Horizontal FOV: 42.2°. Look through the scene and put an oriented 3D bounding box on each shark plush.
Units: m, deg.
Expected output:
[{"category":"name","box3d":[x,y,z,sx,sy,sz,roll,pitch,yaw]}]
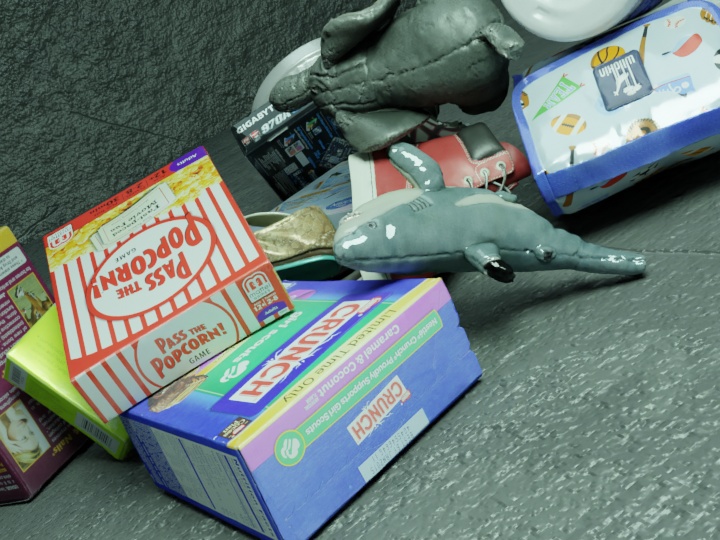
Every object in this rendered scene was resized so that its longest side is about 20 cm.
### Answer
[{"category":"shark plush","box3d":[0.081,-0.007,0.610,0.084,0.197,0.092,-80,10,-66]}]

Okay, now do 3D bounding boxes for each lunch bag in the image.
[{"category":"lunch bag","box3d":[0.208,-0.125,0.723,0.168,0.125,0.200,-22,18,18]}]

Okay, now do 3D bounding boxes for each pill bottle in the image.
[{"category":"pill bottle","box3d":[0.195,-0.256,0.747,0.118,0.121,0.199,-15,10,36]}]

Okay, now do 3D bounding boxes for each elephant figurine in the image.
[{"category":"elephant figurine","box3d":[0.018,-0.161,0.770,0.197,0.143,0.156,-20,-23,0]}]

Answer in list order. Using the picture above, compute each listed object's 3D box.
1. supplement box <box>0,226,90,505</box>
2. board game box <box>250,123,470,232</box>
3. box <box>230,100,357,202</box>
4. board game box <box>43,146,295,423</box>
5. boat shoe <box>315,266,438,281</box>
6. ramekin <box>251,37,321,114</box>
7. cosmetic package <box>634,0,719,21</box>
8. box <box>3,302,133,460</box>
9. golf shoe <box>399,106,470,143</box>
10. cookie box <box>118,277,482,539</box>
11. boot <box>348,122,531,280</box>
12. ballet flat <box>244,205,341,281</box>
[{"category":"supplement box","box3d":[-0.326,0.085,0.821,0.102,0.202,0.131,-16,20,35]},{"category":"board game box","box3d":[-0.006,-0.073,0.954,0.198,0.042,0.199,-10,22,46]},{"category":"box","box3d":[-0.041,-0.145,1.084,0.158,0.046,0.200,-34,-28,4]},{"category":"board game box","box3d":[-0.148,0.000,0.688,0.150,0.047,0.200,-31,37,-5]},{"category":"boat shoe","box3d":[0.000,0.000,0.804,0.198,0.058,0.067,-28,17,1]},{"category":"ramekin","box3d":[-0.030,-0.189,1.188,0.198,0.106,0.201,-24,-29,-14]},{"category":"cosmetic package","box3d":[0.322,-0.218,0.895,0.198,0.082,0.113,-30,16,-2]},{"category":"box","box3d":[-0.192,0.046,0.803,0.201,0.121,0.048,-56,1,-38]},{"category":"golf shoe","box3d":[0.060,-0.104,0.847,0.087,0.078,0.201,-27,59,-17]},{"category":"cookie box","box3d":[-0.047,0.079,0.614,0.170,0.076,0.199,-37,20,-29]},{"category":"boot","box3d":[0.068,-0.036,0.717,0.142,0.073,0.202,-13,46,9]},{"category":"ballet flat","box3d":[-0.112,-0.007,0.771,0.197,0.066,0.071,-14,-26,-4]}]
